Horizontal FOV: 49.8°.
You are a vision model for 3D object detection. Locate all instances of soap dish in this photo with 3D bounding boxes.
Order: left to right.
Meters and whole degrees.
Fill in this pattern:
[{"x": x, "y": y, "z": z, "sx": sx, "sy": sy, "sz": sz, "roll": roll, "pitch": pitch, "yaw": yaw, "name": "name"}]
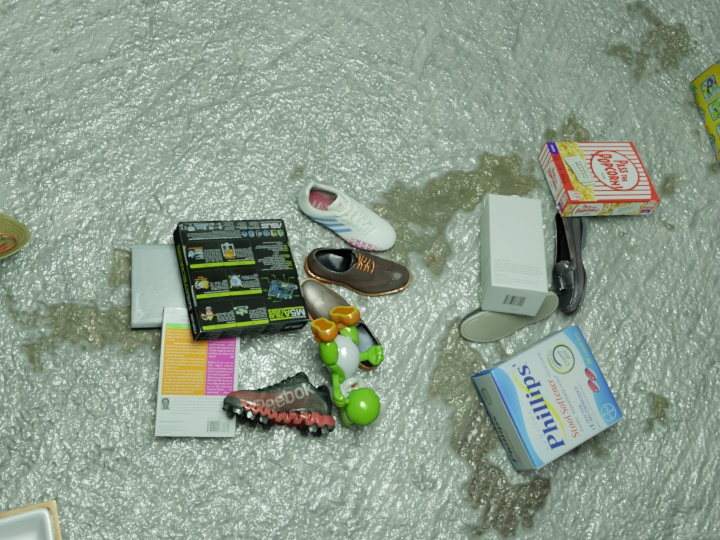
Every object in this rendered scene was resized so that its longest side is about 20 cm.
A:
[{"x": -0.508, "y": 0.459, "z": 1.139, "sx": 0.153, "sy": 0.081, "sz": 0.205, "roll": -12, "pitch": 80, "yaw": -15, "name": "soap dish"}]

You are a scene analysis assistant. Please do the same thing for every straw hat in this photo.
[{"x": -0.621, "y": -0.017, "z": 1.224, "sx": 0.195, "sy": 0.202, "sz": 0.087, "roll": 0, "pitch": 120, "yaw": -13, "name": "straw hat"}]

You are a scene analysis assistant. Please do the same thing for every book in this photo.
[{"x": -0.264, "y": 0.166, "z": 1.268, "sx": 0.130, "sy": 0.048, "sz": 0.206, "roll": 5, "pitch": 86, "yaw": -17, "name": "book"}]

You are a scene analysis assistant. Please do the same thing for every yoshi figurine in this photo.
[{"x": -0.012, "y": 0.170, "z": 1.269, "sx": 0.109, "sy": 0.112, "sz": 0.205, "roll": -10, "pitch": 111, "yaw": 5, "name": "yoshi figurine"}]

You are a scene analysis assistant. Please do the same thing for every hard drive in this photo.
[{"x": -0.290, "y": 0.026, "z": 1.321, "sx": 0.194, "sy": 0.033, "sz": 0.144, "roll": -1, "pitch": 77, "yaw": -13, "name": "hard drive"}]

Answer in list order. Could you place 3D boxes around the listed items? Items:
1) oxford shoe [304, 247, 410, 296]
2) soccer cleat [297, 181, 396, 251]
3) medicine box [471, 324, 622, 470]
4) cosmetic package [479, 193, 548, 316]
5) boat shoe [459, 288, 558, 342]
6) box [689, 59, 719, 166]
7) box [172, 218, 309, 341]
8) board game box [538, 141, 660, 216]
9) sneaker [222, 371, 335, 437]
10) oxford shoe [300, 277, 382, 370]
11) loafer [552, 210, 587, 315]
[{"x": 0.000, "y": 0.000, "z": 1.372, "sx": 0.194, "sy": 0.073, "sz": 0.073, "roll": 7, "pitch": 74, "yaw": -11, "name": "oxford shoe"}, {"x": -0.022, "y": -0.095, "z": 1.384, "sx": 0.196, "sy": 0.086, "sz": 0.071, "roll": 25, "pitch": 72, "yaw": -6, "name": "soccer cleat"}, {"x": 0.329, "y": 0.226, "z": 1.377, "sx": 0.196, "sy": 0.103, "sz": 0.186, "roll": -24, "pitch": 83, "yaw": -18, "name": "medicine box"}, {"x": 0.274, "y": -0.031, "z": 1.402, "sx": 0.104, "sy": 0.086, "sz": 0.204, "roll": 7, "pitch": 56, "yaw": -2, "name": "cosmetic package"}, {"x": 0.267, "y": 0.073, "z": 1.435, "sx": 0.195, "sy": 0.074, "sz": 0.063, "roll": -18, "pitch": 37, "yaw": -11, "name": "boat shoe"}, {"x": 0.834, "y": -0.348, "z": 1.624, "sx": 0.195, "sy": 0.122, "sz": 0.198, "roll": -13, "pitch": 79, "yaw": -16, "name": "box"}, {"x": -0.198, "y": 0.011, "z": 1.286, "sx": 0.196, "sy": 0.047, "sz": 0.198, "roll": -5, "pitch": 69, "yaw": -32, "name": "box"}, {"x": 0.463, "y": -0.180, "z": 1.512, "sx": 0.194, "sy": 0.047, "sz": 0.155, "roll": -3, "pitch": 56, "yaw": -14, "name": "board game box"}, {"x": -0.132, "y": 0.213, "z": 1.283, "sx": 0.196, "sy": 0.071, "sz": 0.101, "roll": 13, "pitch": 68, "yaw": -23, "name": "sneaker"}, {"x": -0.029, "y": 0.085, "z": 1.345, "sx": 0.200, "sy": 0.073, "sz": 0.071, "roll": 43, "pitch": 71, "yaw": 0, "name": "oxford shoe"}, {"x": 0.384, "y": -0.017, "z": 1.462, "sx": 0.062, "sy": 0.071, "sz": 0.205, "roll": 22, "pitch": 64, "yaw": -25, "name": "loafer"}]
